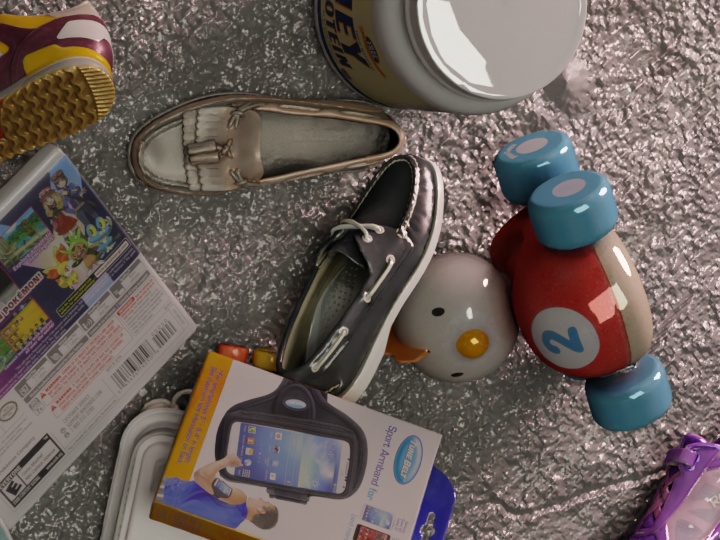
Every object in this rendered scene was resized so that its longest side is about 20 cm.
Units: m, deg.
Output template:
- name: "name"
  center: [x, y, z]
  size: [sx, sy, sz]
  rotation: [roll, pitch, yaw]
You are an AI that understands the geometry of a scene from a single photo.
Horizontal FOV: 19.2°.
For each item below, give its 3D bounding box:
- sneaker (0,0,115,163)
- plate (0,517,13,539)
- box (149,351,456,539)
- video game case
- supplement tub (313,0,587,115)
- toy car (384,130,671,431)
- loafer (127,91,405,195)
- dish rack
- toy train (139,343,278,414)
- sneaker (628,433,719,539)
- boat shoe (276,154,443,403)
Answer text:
- name: "sneaker"
  center: [-0.261, -0.122, 1.441]
  size: [0.198, 0.091, 0.075]
  rotation: [-14, 138, 4]
- name: "plate"
  center: [-0.331, 0.218, 1.449]
  size: [0.198, 0.026, 0.202]
  rotation: [-9, 117, -18]
- name: "box"
  center: [-0.033, 0.145, 1.461]
  size: [0.198, 0.042, 0.120]
  rotation: [18, 63, 1]
- name: "video game case"
  center: [-0.228, 0.047, 1.451]
  size: [0.200, 0.023, 0.183]
  rotation: [-47, 125, -17]
- name: "supplement tub"
  center: [0.061, -0.182, 1.473]
  size: [0.144, 0.200, 0.147]
  rotation: [-2, 96, -19]
- name: "toy car"
  center: [0.097, 0.032, 1.536]
  size: [0.198, 0.177, 0.186]
  rotation: [-22, 114, -3]
- name: "loafer"
  center: [-0.064, -0.092, 1.511]
  size: [0.198, 0.063, 0.073]
  rotation: [-7, 97, -19]
- name: "dish rack"
  center: [-0.085, 0.198, 1.507]
  size: [0.198, 0.044, 0.173]
  rotation: [12, 101, -5]
- name: "toy train"
  center: [-0.062, 0.150, 1.541]
  size: [0.150, 0.056, 0.200]
  rotation: [-43, 108, -11]
- name: "sneaker"
  center: [0.256, 0.177, 1.650]
  size: [0.199, 0.080, 0.089]
  rotation: [-34, 99, -18]
- name: "boat shoe"
  center: [0.000, 0.000, 1.520]
  size: [0.060, 0.075, 0.202]
  rotation: [35, 67, -41]
